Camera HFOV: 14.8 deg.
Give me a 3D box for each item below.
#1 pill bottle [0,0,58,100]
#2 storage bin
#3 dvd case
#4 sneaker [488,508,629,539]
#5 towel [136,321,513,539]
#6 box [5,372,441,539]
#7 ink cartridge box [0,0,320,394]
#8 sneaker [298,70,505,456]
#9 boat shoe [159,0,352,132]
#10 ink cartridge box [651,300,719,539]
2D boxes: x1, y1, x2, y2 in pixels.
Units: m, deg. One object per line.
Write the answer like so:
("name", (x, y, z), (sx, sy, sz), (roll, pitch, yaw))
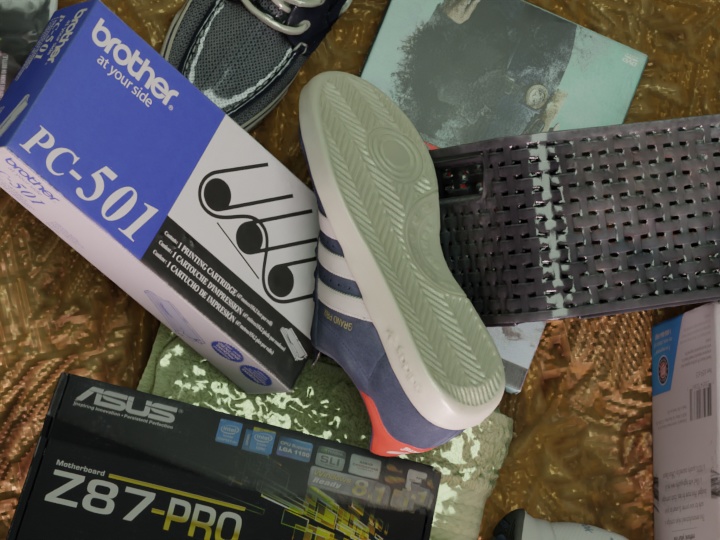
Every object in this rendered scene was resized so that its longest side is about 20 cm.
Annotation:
("pill bottle", (-0.254, -0.143, 1.392), (0.200, 0.106, 0.106), (4, 81, -10))
("storage bin", (0.138, -0.027, 1.411), (0.200, 0.135, 0.094), (-6, 90, -25))
("dvd case", (0.055, -0.053, 1.480), (0.146, 0.022, 0.200), (24, 80, -6))
("sneaker", (0.110, 0.223, 1.426), (0.087, 0.075, 0.200), (3, 82, -15))
("towel", (-0.028, 0.113, 1.432), (0.200, 0.036, 0.148), (15, 80, -8))
("box", (-0.071, 0.144, 1.341), (0.200, 0.049, 0.161), (15, 45, -1))
("ink cartridge box", (-0.092, -0.034, 1.370), (0.200, 0.044, 0.094), (41, 63, -27))
("sneaker", (0.000, 0.000, 1.373), (0.075, 0.085, 0.200), (2, 61, -37))
("boat shoe", (-0.039, -0.155, 1.440), (0.075, 0.093, 0.200), (32, 77, -4))
("ink cartridge box", (0.199, 0.121, 1.433), (0.067, 0.116, 0.200), (1, 82, -12))
